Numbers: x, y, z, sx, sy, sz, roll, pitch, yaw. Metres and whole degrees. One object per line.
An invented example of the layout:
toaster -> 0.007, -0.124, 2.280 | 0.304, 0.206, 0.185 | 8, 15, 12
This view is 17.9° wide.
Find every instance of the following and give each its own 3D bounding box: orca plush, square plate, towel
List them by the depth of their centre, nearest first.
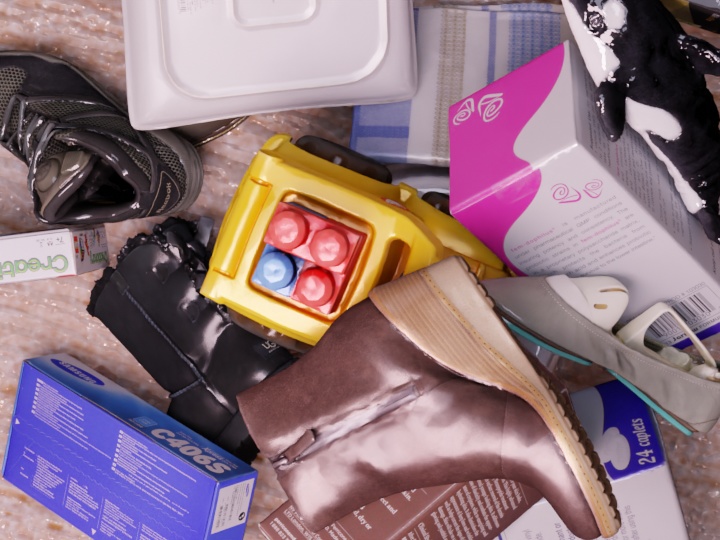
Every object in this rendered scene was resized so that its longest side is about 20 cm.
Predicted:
orca plush -> 0.200, -0.108, 1.419 | 0.071, 0.105, 0.200 | -14, 107, 36
square plate -> -0.059, -0.190, 1.489 | 0.197, 0.028, 0.201 | -7, 117, -10
towel -> 0.094, -0.126, 1.576 | 0.199, 0.024, 0.147 | 2, 54, 3

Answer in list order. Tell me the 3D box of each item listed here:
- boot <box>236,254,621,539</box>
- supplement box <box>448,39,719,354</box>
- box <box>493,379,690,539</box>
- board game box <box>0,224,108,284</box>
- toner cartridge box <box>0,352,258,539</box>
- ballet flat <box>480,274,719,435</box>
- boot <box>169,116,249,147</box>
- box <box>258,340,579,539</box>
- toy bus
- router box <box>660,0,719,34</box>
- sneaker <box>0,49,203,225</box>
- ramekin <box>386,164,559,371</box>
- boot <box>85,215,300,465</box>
boot -> 0.041, 0.109, 1.350 | 0.166, 0.072, 0.200 | -36, 80, 6
supplement box -> 0.154, -0.038, 1.484 | 0.101, 0.104, 0.200 | -27, 131, 27
box -> 0.122, 0.192, 1.550 | 0.199, 0.105, 0.184 | -17, 125, 4
board game box -> -0.285, -0.004, 1.595 | 0.199, 0.126, 0.035 | -7, 92, 5
toner cartridge box -> -0.162, 0.140, 1.577 | 0.200, 0.043, 0.095 | 28, 113, 34
ballet flat -> 0.162, 0.037, 1.457 | 0.200, 0.067, 0.064 | 31, 103, -26
boot -> -0.090, -0.153, 1.581 | 0.200, 0.097, 0.075 | -40, 82, 12
box -> 0.042, 0.136, 1.421 | 0.200, 0.100, 0.075 | -37, 58, -9
toy bus -> 0.000, 0.000, 1.447 | 0.199, 0.192, 0.136 | 23, 93, 2
router box -> 0.186, -0.207, 1.515 | 0.157, 0.200, 0.052 | 19, 95, 3
sneaker -> -0.216, -0.092, 1.580 | 0.199, 0.114, 0.076 | 31, 112, 17
ramekin -> 0.049, 0.022, 1.589 | 0.200, 0.098, 0.201 | 0, 93, 4
boot -> -0.135, 0.073, 1.614 | 0.163, 0.073, 0.198 | 48, 118, 14
